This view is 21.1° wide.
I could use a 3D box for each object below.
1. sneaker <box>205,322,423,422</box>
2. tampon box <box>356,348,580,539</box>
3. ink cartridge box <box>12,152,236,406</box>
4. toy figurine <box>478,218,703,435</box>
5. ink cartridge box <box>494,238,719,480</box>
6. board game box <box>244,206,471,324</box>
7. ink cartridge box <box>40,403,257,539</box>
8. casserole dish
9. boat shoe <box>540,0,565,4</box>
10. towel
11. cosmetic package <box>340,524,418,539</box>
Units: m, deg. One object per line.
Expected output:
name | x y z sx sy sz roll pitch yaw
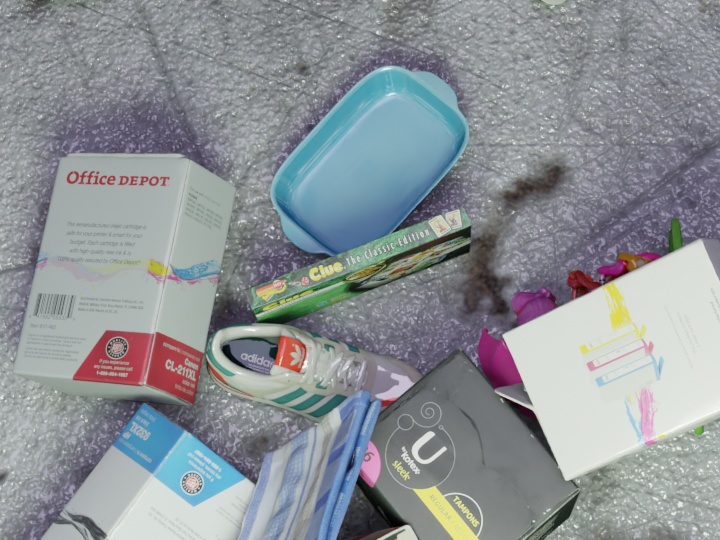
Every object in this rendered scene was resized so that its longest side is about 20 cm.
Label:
sneaker | -0.041 0.089 1.660 0.199 0.093 0.071 13 78 6
tampon box | 0.082 0.175 1.579 0.126 0.200 0.150 -40 77 -6
ink cartridge box | -0.201 0.006 1.667 0.145 0.083 0.201 3 75 31
toy figurine | 0.192 0.053 1.652 0.183 0.150 0.201 -7 54 11
ink cartridge box | 0.215 0.073 1.498 0.200 0.128 0.126 -27 80 21
board game box | 0.000 0.000 1.674 0.199 0.105 0.024 -21 80 -3
ink cartridge box | -0.176 0.237 1.600 0.200 0.145 0.084 -53 37 -9
casserole dish | 0.010 -0.092 1.724 0.121 0.039 0.200 40 81 17
boat shoe | 0.174 -0.344 1.769 0.060 0.074 0.201 8 94 46
towel | -0.051 0.181 1.494 0.024 0.200 0.147 27 61 -15
cosmetic package | -0.021 0.268 1.535 0.103 0.200 0.087 -27 89 -28
